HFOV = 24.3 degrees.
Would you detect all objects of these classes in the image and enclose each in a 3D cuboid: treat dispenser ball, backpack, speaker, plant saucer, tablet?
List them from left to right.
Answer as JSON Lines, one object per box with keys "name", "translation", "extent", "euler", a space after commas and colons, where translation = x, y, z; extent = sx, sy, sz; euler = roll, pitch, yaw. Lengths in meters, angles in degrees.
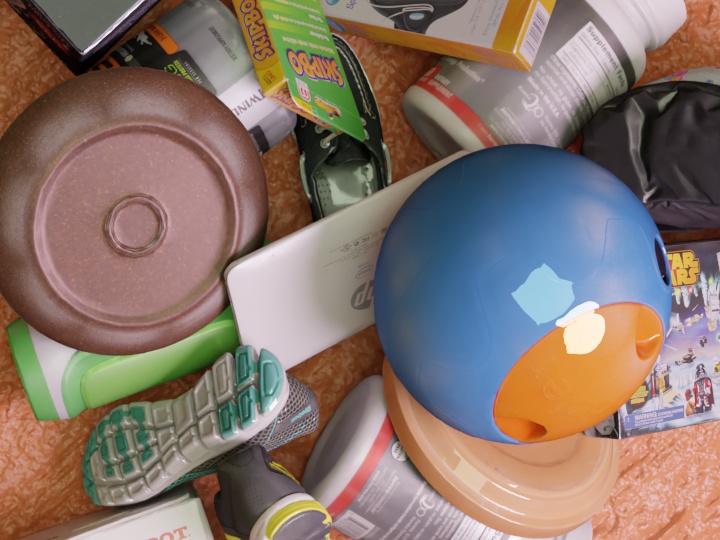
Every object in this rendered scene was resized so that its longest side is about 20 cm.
{"name": "plant saucer", "translation": [-0.153, -0.034, 1.116], "extent": [0.199, 0.037, 0.202], "euler": [-5, 108, -17]}
{"name": "speaker", "translation": [-0.150, 0.042, 1.210], "extent": [0.199, 0.088, 0.089], "euler": [-19, 96, -10]}
{"name": "tablet", "translation": [0.000, 0.000, 1.192], "extent": [0.199, 0.014, 0.131], "euler": [-26, 141, -15]}
{"name": "plant saucer", "translation": [0.109, 0.099, 1.225], "extent": [0.199, 0.032, 0.201], "euler": [20, 47, -22]}
{"name": "treat dispenser ball", "translation": [0.108, 0.015, 1.120], "extent": [0.200, 0.201, 0.202], "euler": [0, 92, -11]}
{"name": "backpack", "translation": [0.268, -0.086, 1.231], "extent": [0.166, 0.200, 0.127], "euler": [8, 96, 32]}

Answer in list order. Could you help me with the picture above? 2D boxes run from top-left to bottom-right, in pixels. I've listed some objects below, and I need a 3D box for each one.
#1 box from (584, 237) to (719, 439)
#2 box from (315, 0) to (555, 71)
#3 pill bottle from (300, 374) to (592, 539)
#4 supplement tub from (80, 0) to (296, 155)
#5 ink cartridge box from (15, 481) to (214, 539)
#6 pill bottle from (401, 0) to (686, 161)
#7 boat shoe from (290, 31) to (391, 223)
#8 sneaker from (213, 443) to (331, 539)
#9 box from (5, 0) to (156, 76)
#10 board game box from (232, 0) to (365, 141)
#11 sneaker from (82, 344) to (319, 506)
{"name": "box", "translation": [0.249, 0.046, 1.266], "extent": [0.199, 0.040, 0.138], "euler": [-6, 93, -37]}
{"name": "box", "translation": [0.050, -0.222, 1.211], "extent": [0.199, 0.041, 0.120], "euler": [16, 81, 32]}
{"name": "pill bottle", "translation": [0.064, 0.174, 1.241], "extent": [0.199, 0.116, 0.116], "euler": [32, 87, -11]}
{"name": "supplement tub", "translation": [-0.155, -0.094, 1.185], "extent": [0.200, 0.123, 0.123], "euler": [-37, 98, -7]}
{"name": "ink cartridge box", "translation": [-0.159, 0.272, 1.219], "extent": [0.144, 0.084, 0.201], "euler": [-19, 96, -9]}
{"name": "pill bottle", "translation": [0.138, -0.153, 1.242], "extent": [0.200, 0.114, 0.114], "euler": [-43, 99, -6]}
{"name": "boat shoe", "translation": [-0.010, -0.080, 1.244], "extent": [0.075, 0.060, 0.201], "euler": [-14, 95, -10]}
{"name": "sneaker", "translation": [-0.062, 0.183, 1.194], "extent": [0.074, 0.200, 0.085], "euler": [-27, 67, -19]}
{"name": "box", "translation": [-0.222, -0.243, 1.136], "extent": [0.104, 0.182, 0.200], "euler": [-43, 98, -6]}
{"name": "board game box", "translation": [-0.055, -0.181, 1.173], "extent": [0.030, 0.095, 0.201], "euler": [-32, 62, 22]}
{"name": "sneaker", "translation": [-0.113, 0.126, 1.206], "extent": [0.199, 0.091, 0.078], "euler": [-25, 59, 28]}
